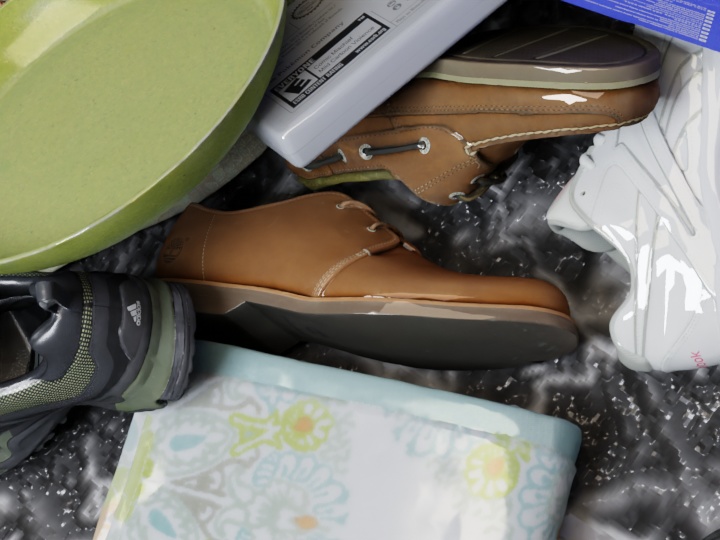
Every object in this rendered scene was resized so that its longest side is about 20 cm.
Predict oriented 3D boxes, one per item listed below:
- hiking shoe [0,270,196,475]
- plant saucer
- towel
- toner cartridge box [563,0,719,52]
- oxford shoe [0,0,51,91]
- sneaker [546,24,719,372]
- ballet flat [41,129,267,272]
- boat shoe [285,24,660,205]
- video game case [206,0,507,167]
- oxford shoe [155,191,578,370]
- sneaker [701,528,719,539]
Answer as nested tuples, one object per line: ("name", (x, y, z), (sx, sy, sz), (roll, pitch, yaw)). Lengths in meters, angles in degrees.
("hiking shoe", (-0.166, 0.036, 0.884), (0.200, 0.101, 0.076), (-23, 57, 36))
("plant saucer", (-0.111, -0.069, 0.864), (0.199, 0.031, 0.200), (-21, 40, 19))
("towel", (-0.021, 0.124, 0.859), (0.199, 0.048, 0.172), (11, 77, 22))
("toner cartridge box", (0.145, -0.117, 0.769), (0.199, 0.095, 0.043), (20, 76, 7))
("oxford shoe", (-0.144, -0.111, 0.968), (0.200, 0.074, 0.071), (-45, 61, -3))
("sneaker", (0.122, -0.051, 0.860), (0.099, 0.078, 0.201), (-12, 67, 17))
("ballet flat", (-0.116, -0.048, 0.943), (0.200, 0.062, 0.068), (-34, 64, 4))
("boat shoe", (0.045, -0.065, 0.876), (0.200, 0.072, 0.068), (6, 109, 45))
("video game case", (0.007, -0.141, 0.900), (0.200, 0.022, 0.182), (-40, 35, -8))
("oxford shoe", (0.000, 0.000, 0.885), (0.199, 0.071, 0.072), (7, 69, 22))
("sneaker", (0.099, 0.174, 0.776), (0.076, 0.091, 0.200), (29, 83, 23))
